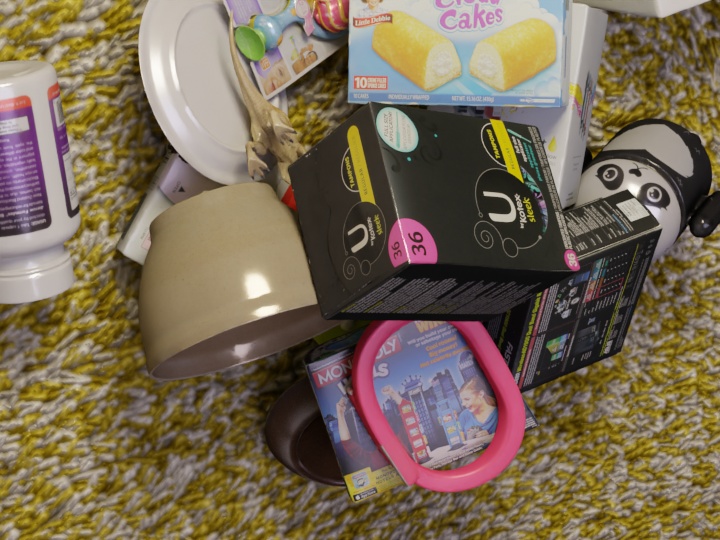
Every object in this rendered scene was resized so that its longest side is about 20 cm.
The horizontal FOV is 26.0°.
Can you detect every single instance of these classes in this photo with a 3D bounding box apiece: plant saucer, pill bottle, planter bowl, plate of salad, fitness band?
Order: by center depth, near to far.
[{"bbox_3d":[-0.310,-0.078,1.383,0.111,0.111,0.200,-14,109,-23],"label":"pill bottle"},{"bbox_3d":[-0.115,0.003,1.411,0.200,0.200,0.135,-14,77,-23],"label":"planter bowl"},{"bbox_3d":[-0.139,-0.172,1.437,0.200,0.048,0.200,23,60,-49],"label":"plate of salad"},{"bbox_3d":[0.071,0.118,1.459,0.144,0.037,0.200,-33,110,-10],"label":"fitness band"},{"bbox_3d":[0.003,0.162,1.590,0.200,0.032,0.200,-7,138,-7],"label":"plant saucer"}]

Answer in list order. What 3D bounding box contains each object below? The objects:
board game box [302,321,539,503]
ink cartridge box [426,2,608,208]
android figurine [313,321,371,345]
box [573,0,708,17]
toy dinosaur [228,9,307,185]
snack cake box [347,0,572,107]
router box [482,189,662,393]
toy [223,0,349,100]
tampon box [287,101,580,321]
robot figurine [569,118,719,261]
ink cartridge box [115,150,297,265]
[{"bbox_3d":[0.047,0.091,1.495,0.200,0.062,0.200,-21,106,-11],"label":"board game box"},{"bbox_3d":[0.150,-0.170,1.537,0.145,0.145,0.200,10,98,15],"label":"ink cartridge box"},{"bbox_3d":[0.000,0.000,1.525,0.182,0.041,0.200,-9,106,-5],"label":"android figurine"},{"bbox_3d":[0.318,-0.381,1.582,0.200,0.171,0.199,-22,112,-20],"label":"box"},{"bbox_3d":[-0.082,-0.129,1.416,0.058,0.101,0.200,-30,118,13],"label":"toy dinosaur"},{"bbox_3d":[0.092,-0.210,1.437,0.200,0.067,0.115,3,99,15],"label":"snack cake box"},{"bbox_3d":[0.202,0.026,1.550,0.150,0.062,0.200,-20,144,-23],"label":"router box"},{"bbox_3d":[-0.035,-0.258,1.477,0.200,0.047,0.115,-39,119,-32],"label":"toy"},{"bbox_3d":[0.063,-0.045,1.360,0.200,0.126,0.150,2,65,-40],"label":"tampon box"},{"bbox_3d":[0.298,-0.087,1.651,0.125,0.150,0.200,61,39,-12],"label":"robot figurine"},{"bbox_3d":[-0.111,-0.044,1.511,0.200,0.057,0.163,29,89,-15],"label":"ink cartridge box"}]
